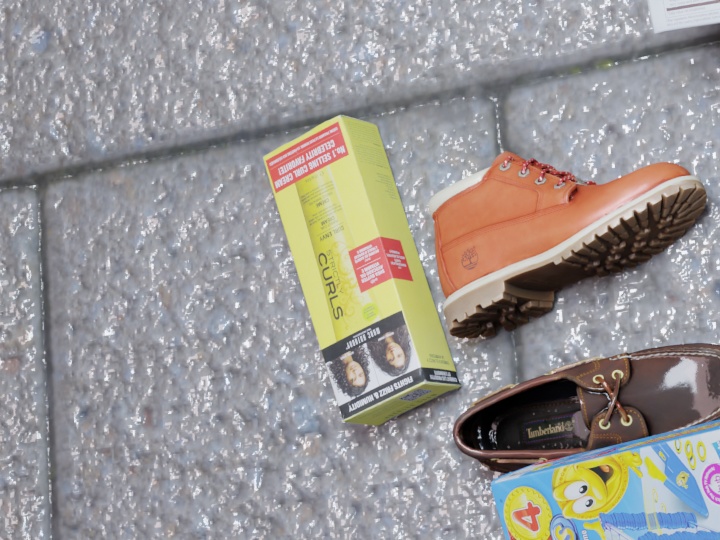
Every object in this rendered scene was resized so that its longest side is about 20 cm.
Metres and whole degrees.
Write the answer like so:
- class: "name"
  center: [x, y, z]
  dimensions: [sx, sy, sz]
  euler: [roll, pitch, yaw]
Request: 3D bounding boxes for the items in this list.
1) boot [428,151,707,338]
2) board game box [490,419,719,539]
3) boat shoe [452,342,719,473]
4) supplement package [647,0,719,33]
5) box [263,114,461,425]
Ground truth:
- class: "boot"
  center: [0.128, -0.042, 1.770]
  dimensions: [0.200, 0.075, 0.108]
  euler: [-25, 66, 28]
- class: "board game box"
  center: [0.193, 0.200, 1.650]
  dimensions: [0.196, 0.056, 0.201]
  euler: [-18, 88, 43]
- class: "boat shoe"
  center: [0.155, 0.091, 1.734]
  dimensions: [0.200, 0.070, 0.071]
  euler: [-19, 72, 27]
- class: "supplement package"
  center: [0.233, -0.259, 1.677]
  dimensions: [0.113, 0.109, 0.201]
  euler: [-6, 99, 30]
- class: "box"
  center: [0.000, 0.000, 1.854]
  dimensions: [0.075, 0.050, 0.201]
  euler: [-26, 70, 27]
